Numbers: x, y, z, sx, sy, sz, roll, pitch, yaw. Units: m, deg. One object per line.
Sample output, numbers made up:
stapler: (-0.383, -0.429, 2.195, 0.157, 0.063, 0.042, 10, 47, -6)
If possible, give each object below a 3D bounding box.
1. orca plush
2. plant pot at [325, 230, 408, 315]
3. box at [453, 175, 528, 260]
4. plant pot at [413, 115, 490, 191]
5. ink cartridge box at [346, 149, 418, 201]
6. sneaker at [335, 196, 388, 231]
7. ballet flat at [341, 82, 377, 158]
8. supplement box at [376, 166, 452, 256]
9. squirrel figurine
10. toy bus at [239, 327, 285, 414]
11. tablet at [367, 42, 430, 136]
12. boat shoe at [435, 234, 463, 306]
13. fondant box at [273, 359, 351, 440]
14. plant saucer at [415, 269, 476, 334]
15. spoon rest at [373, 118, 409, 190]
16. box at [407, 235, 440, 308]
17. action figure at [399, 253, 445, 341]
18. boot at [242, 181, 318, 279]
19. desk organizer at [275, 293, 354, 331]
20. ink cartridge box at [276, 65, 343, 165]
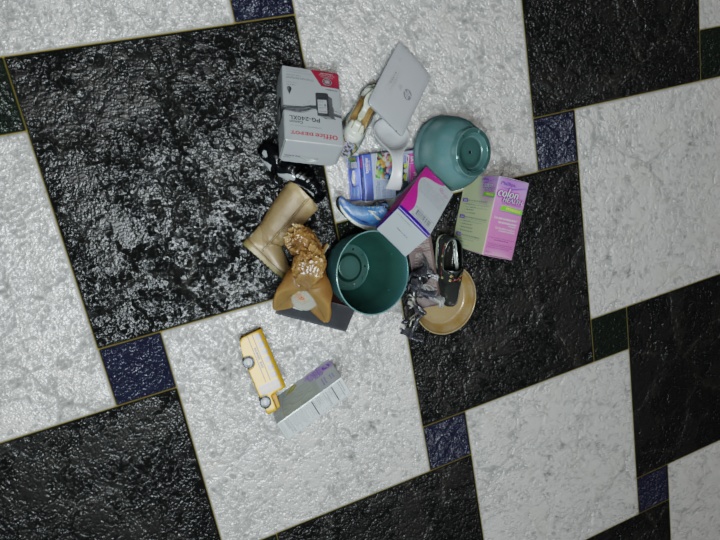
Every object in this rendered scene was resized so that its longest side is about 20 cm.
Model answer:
orca plush: (-0.162, -0.245, 1.265, 0.105, 0.071, 0.201, -37, 86, -26)
plant pot: (0.000, 0.000, 1.340, 0.196, 0.160, 0.206, -2, 95, -25)
box: (0.346, -0.148, 1.427, 0.094, 0.176, 0.205, 8, 97, -19)
plant pot: (0.253, -0.304, 1.369, 0.196, 0.133, 0.206, -5, 101, -28)
ink cartridge box: (0.064, -0.249, 1.388, 0.195, 0.042, 0.123, -8, 102, -15)
sneaker: (0.026, -0.148, 1.360, 0.197, 0.079, 0.091, 24, 99, -21)
ballet flat: (-0.003, -0.382, 1.323, 0.071, 0.072, 0.204, 27, 91, -21)
supplement box: (0.137, -0.148, 1.296, 0.101, 0.103, 0.201, 42, 47, -7)
squirrel figurine: (-0.120, -0.016, 1.230, 0.138, 0.189, 0.203, 9, 135, -1)
toy bus: (-0.249, 0.255, 1.343, 0.077, 0.065, 0.204, -23, 93, -14)
tablet: (0.102, -0.458, 1.334, 0.129, 0.014, 0.203, 36, 70, -29)
boat shoe: (0.246, 0.005, 1.448, 0.072, 0.063, 0.207, -8, 104, -19)
fondant box: (-0.134, 0.332, 1.375, 0.198, 0.144, 0.059, -33, 107, -10)
plant saucer: (0.237, 0.080, 1.509, 0.195, 0.035, 0.206, -4, 101, -18)
spoon rest: (0.083, -0.305, 1.330, 0.097, 0.061, 0.205, 2, 65, -14)
box: (0.162, -0.006, 1.408, 0.073, 0.100, 0.205, -11, 90, -1)
action figure: (0.159, 0.066, 1.306, 0.100, 0.119, 0.205, 14, 100, 9)
boot: (-0.175, -0.091, 1.324, 0.175, 0.066, 0.201, 43, 84, -22)
desk organizer: (-0.120, 0.087, 1.361, 0.196, 0.077, 0.073, 17, 110, -21)
ink cartridge box: (-0.119, -0.361, 1.236, 0.142, 0.083, 0.205, 1, 70, -19)
